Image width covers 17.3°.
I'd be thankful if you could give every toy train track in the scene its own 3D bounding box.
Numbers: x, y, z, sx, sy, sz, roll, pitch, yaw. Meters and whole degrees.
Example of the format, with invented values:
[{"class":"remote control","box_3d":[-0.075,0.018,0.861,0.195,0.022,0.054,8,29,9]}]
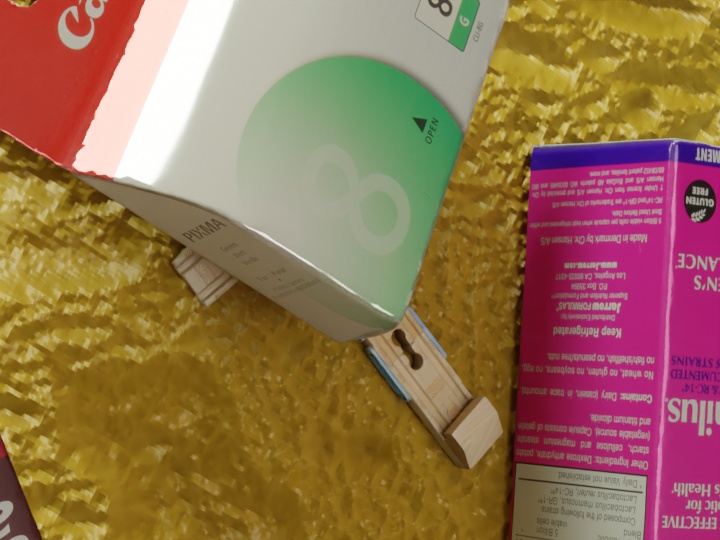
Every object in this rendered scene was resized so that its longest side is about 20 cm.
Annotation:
[{"class":"toy train track","box_3d":[0.000,0.000,0.953,0.115,0.032,0.200,-46,113,-24]}]

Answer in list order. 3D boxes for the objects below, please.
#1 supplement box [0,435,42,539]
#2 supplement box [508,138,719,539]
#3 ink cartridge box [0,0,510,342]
[{"class":"supplement box","box_3d":[-0.157,0.140,0.837,0.108,0.061,0.201,-27,102,-29]},{"class":"supplement box","box_3d":[0.132,0.051,0.996,0.101,0.103,0.202,5,88,-33]},{"class":"ink cartridge box","box_3d":[-0.047,-0.090,0.891,0.199,0.050,0.162,34,59,-24]}]
